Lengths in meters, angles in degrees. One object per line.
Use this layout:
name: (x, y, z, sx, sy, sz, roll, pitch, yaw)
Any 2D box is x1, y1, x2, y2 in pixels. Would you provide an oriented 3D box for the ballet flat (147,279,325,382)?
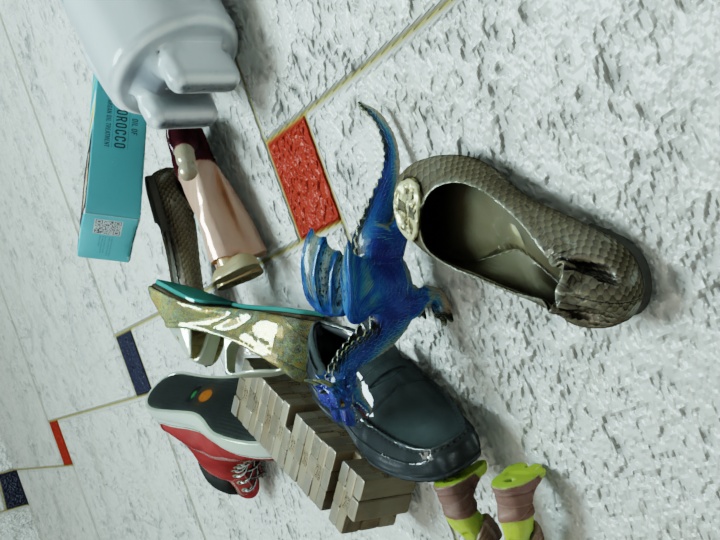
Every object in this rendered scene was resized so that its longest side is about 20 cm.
ballet flat: (-0.111, 0.052, 0.969, 0.197, 0.070, 0.072, 10, 119, 36)

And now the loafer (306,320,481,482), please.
loafer: (0.013, 0.088, 0.814, 0.200, 0.067, 0.071, 27, 139, 59)

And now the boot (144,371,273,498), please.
boot: (-0.105, 0.173, 1.116, 0.198, 0.073, 0.145, 6, 136, 45)

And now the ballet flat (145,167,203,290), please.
ballet flat: (-0.158, -0.002, 1.099, 0.067, 0.046, 0.203, -140, 35, -61)

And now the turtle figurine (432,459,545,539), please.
turtle figurine: (0.094, 0.208, 0.748, 0.199, 0.064, 0.164, -7, 102, 63)

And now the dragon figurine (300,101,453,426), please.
dragon figurine: (0.000, 0.000, 0.745, 0.059, 0.098, 0.204, 16, 118, 57)

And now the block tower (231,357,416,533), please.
block tower: (-0.037, 0.136, 0.942, 0.200, 0.057, 0.055, 38, 120, 48)

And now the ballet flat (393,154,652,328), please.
ballet flat: (0.075, -0.016, 0.645, 0.199, 0.046, 0.069, 31, 131, 48)

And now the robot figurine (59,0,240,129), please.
robot figurine: (-0.171, -0.205, 0.915, 0.170, 0.112, 0.202, -45, 65, 36)

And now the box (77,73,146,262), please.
box: (-0.222, -0.117, 1.050, 0.082, 0.048, 0.203, 123, 149, -58)

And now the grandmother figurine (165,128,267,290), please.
grandmother figurine: (-0.138, -0.087, 0.999, 0.121, 0.060, 0.203, 127, 123, -75)
